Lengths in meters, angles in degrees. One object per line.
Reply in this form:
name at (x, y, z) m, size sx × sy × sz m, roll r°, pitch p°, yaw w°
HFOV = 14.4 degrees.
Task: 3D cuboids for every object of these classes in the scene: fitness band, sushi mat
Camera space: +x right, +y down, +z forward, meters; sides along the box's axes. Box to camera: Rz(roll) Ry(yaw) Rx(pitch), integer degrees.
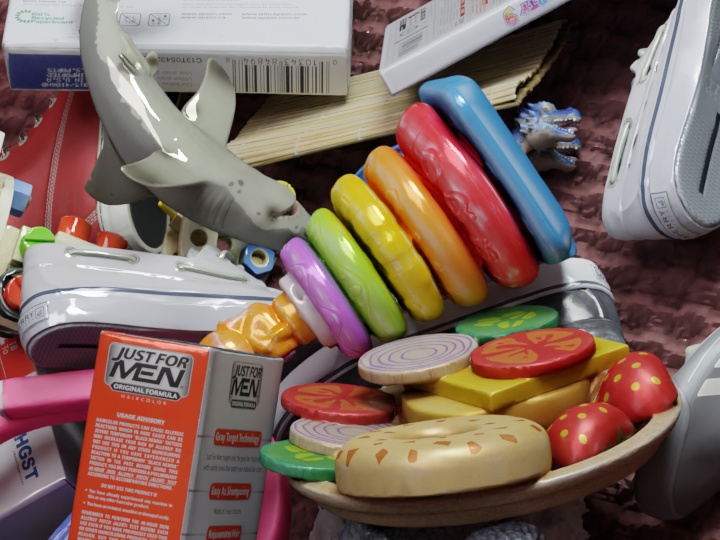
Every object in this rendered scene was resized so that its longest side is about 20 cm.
fitness band at (-0.133, 0.122, 1.448) m, size 0.199 × 0.037 × 0.144 m, roll -5°, pitch 67°, yaw 11°
sushi mat at (0.017, -0.097, 1.596) m, size 0.199 × 0.012 × 0.096 m, roll -12°, pitch 23°, yaw 28°

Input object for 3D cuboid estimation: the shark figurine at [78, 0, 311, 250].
shark figurine at (-0.125, -0.084, 1.522) m, size 0.090 × 0.128 × 0.215 m, roll -45°, pitch 68°, yaw 38°

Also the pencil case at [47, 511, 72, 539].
pencil case at (-0.156, 0.183, 1.490) m, size 0.200 × 0.087 × 0.078 m, roll -45°, pitch 39°, yaw -7°

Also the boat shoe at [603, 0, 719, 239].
boat shoe at (0.172, -0.104, 1.506) m, size 0.067 × 0.074 × 0.201 m, roll -11°, pitch 44°, yaw 43°

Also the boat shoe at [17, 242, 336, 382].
boat shoe at (-0.082, 0.017, 1.491) m, size 0.074 × 0.199 × 0.067 m, roll -49°, pitch 41°, yaw 48°

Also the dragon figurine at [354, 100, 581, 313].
dragon figurine at (0.032, -0.029, 1.548) m, size 0.199 × 0.059 × 0.100 m, roll -16°, pitch 51°, yaw 14°

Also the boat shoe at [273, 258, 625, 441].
boat shoe at (0.043, 0.064, 1.478) m, size 0.199 × 0.072 × 0.068 m, roll -22°, pitch 50°, yaw 6°

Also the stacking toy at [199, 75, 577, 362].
stacking toy at (0.000, 0.000, 1.430) m, size 0.200 × 0.110 × 0.116 m, roll -35°, pitch 8°, yaw -4°

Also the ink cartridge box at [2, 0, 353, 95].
ink cartridge box at (-0.101, -0.180, 1.668) m, size 0.195 × 0.043 × 0.201 m, roll 1°, pitch 44°, yaw 2°

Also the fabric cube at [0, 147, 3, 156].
fabric cube at (-0.365, -0.125, 1.739) m, size 0.199 × 0.200 × 0.197 m, roll -31°, pitch 48°, yaw 6°

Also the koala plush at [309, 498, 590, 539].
koala plush at (0.028, 0.173, 1.372) m, size 0.177 × 0.184 × 0.200 m, roll -17°, pitch 31°, yaw 14°

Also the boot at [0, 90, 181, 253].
boot at (-0.184, -0.088, 1.703) m, size 0.144 × 0.072 × 0.201 m, roll -11°, pitch 58°, yaw 24°

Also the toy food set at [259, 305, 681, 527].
toy food set at (0.051, 0.069, 1.348) m, size 0.199 × 0.049 × 0.198 m, roll -19°, pitch 17°, yaw -28°

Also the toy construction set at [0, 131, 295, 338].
toy construction set at (-0.143, -0.014, 1.564) m, size 0.199 × 0.092 × 0.132 m, roll 16°, pitch 69°, yaw 1°

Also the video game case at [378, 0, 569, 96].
video game case at (0.102, -0.163, 1.577) m, size 0.199 × 0.018 × 0.143 m, roll -28°, pitch 12°, yaw 9°

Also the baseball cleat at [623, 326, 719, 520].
baseball cleat at (0.217, 0.050, 1.388) m, size 0.106 × 0.070 × 0.200 m, roll 28°, pitch 76°, yaw 39°

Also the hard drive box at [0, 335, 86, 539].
hard drive box at (-0.246, 0.121, 1.588) m, size 0.199 × 0.077 × 0.156 m, roll -30°, pitch 50°, yaw 7°

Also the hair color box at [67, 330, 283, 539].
hair color box at (-0.094, 0.134, 1.352) m, size 0.061 × 0.101 × 0.201 m, roll 9°, pitch 88°, yaw 19°
